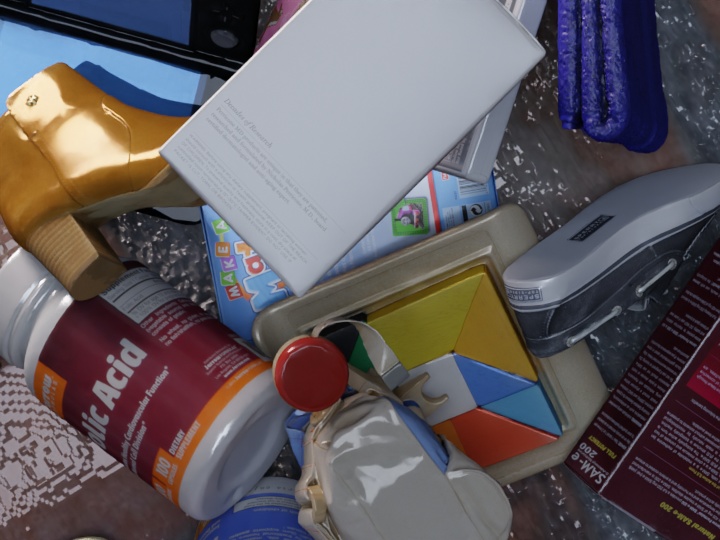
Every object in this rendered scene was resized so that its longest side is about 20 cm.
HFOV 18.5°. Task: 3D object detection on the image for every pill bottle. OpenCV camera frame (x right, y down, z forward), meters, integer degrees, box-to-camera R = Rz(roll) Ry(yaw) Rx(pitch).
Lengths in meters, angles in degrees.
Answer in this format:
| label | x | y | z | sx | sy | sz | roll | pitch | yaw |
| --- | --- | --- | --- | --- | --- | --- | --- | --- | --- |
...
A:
| label | x | y | z | sx | sy | sz | roll | pitch | yaw |
| --- | --- | --- | --- | --- | --- | --- | --- | --- | --- |
| pill bottle | -0.059 | 0.225 | 1.420 | 0.111 | 0.200 | 0.113 | 0 | 112 | 1 |
| pill bottle | -0.147 | 0.063 | 1.452 | 0.200 | 0.114 | 0.114 | 34 | 92 | 18 |

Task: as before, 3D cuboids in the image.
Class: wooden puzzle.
| label | x | y | z | sx | sy | sz | roll | pitch | yaw |
| --- | --- | --- | --- | --- | --- | --- | --- | --- | --- |
| wooden puzzle | 0.052 | 0.073 | 1.475 | 0.199 | 0.037 | 0.186 | -24 | 108 | 6 |

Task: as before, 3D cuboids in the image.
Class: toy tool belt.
| label | x | y | z | sx | sy | sz | roll | pitch | yaw |
| --- | --- | --- | --- | --- | --- | --- | --- | --- | --- |
| toy tool belt | 0.006 | 0.116 | 1.417 | 0.125 | 0.123 | 0.200 | -38 | 103 | -2 |

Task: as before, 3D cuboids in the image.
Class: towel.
| label | x | y | z | sx | sy | sz | roll | pitch | yaw |
| --- | --- | --- | --- | --- | --- | --- | --- | --- | --- |
| towel | 0.158 | -0.150 | 1.417 | 0.049 | 0.200 | 0.149 | -6 | 90 | 15 |

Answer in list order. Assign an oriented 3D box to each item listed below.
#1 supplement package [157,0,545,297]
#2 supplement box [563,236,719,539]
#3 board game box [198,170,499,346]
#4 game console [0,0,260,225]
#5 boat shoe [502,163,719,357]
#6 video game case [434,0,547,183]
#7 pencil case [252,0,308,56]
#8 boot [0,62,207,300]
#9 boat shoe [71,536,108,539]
| label | x | y | z | sx | sy | sz | roll | pitch | yaw |
| --- | --- | --- | --- | --- | --- | --- | --- | --- | --- |
| supplement package | -0.005 | -0.097 | 1.299 | 0.200 | 0.121 | 0.120 | -45 | 93 | 1 |
| supplement box | 0.239 | 0.082 | 1.473 | 0.109 | 0.061 | 0.200 | 34 | 92 | -26 |
| board game box | 0.000 | 0.000 | 1.494 | 0.199 | 0.037 | 0.152 | -10 | 102 | 1 |
| game console | -0.177 | -0.138 | 1.468 | 0.199 | 0.171 | 0.119 | 15 | 66 | 0 |
| boat shoe | 0.178 | -0.007 | 1.459 | 0.200 | 0.072 | 0.068 | -33 | 116 | -34 |
| video game case | 0.055 | -0.168 | 1.437 | 0.023 | 0.182 | 0.201 | 16 | 93 | -34 |
| pencil case | -0.006 | -0.179 | 1.430 | 0.086 | 0.083 | 0.201 | 25 | 108 | -13 |
| boot | -0.153 | -0.091 | 1.422 | 0.201 | 0.071 | 0.144 | -40 | 62 | 4 |
| boat shoe | -0.238 | 0.263 | 1.499 | 0.202 | 0.075 | 0.075 | -45 | 91 | 2 |
